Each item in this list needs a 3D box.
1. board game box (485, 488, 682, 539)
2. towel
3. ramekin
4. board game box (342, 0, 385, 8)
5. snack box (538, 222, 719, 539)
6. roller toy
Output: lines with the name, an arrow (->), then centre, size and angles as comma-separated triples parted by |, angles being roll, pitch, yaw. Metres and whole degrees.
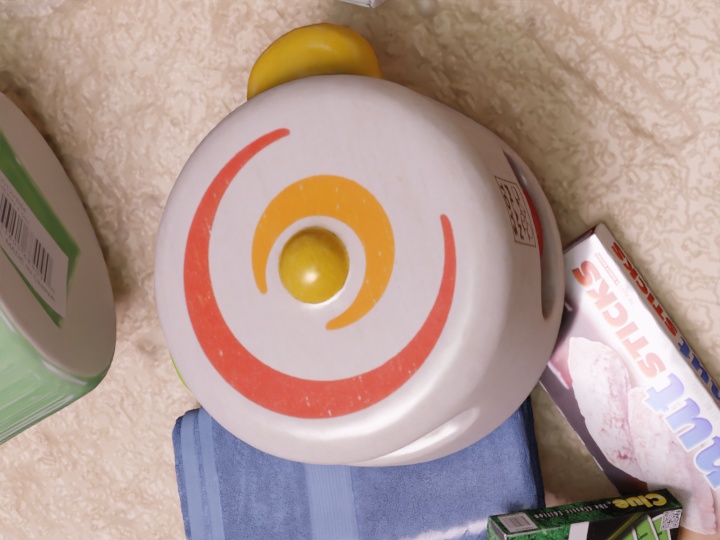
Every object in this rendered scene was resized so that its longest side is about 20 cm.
board game box -> 0.102, 0.208, 1.083 | 0.104, 0.023, 0.201 | -5, 118, -22
towel -> -0.001, 0.106, 1.105 | 0.199, 0.049, 0.112 | -14, 71, 18
ramekin -> -0.208, -0.004, 1.076 | 0.097, 0.200, 0.201 | -24, 97, 14
board game box -> -0.072, -0.217, 1.056 | 0.199, 0.035, 0.127 | 16, 108, 12
snack box -> 0.151, 0.077, 1.077 | 0.072, 0.024, 0.201 | -34, 93, 23
roller toy -> 0.000, 0.000, 1.016 | 0.182, 0.140, 0.201 | 29, 96, 20
